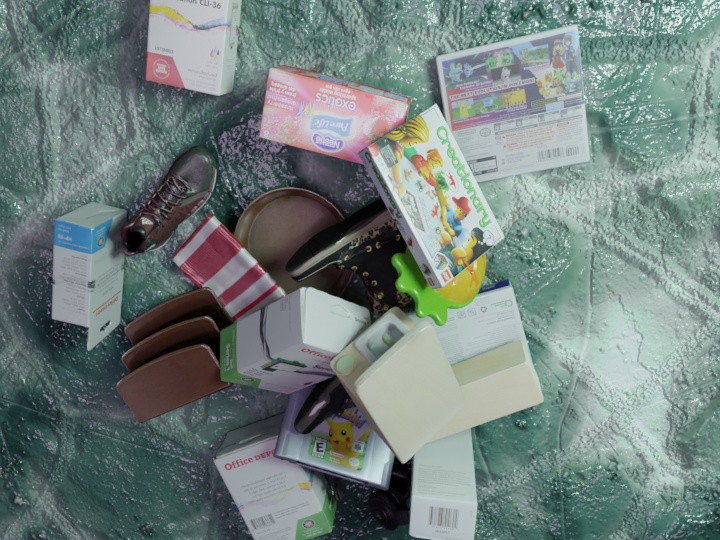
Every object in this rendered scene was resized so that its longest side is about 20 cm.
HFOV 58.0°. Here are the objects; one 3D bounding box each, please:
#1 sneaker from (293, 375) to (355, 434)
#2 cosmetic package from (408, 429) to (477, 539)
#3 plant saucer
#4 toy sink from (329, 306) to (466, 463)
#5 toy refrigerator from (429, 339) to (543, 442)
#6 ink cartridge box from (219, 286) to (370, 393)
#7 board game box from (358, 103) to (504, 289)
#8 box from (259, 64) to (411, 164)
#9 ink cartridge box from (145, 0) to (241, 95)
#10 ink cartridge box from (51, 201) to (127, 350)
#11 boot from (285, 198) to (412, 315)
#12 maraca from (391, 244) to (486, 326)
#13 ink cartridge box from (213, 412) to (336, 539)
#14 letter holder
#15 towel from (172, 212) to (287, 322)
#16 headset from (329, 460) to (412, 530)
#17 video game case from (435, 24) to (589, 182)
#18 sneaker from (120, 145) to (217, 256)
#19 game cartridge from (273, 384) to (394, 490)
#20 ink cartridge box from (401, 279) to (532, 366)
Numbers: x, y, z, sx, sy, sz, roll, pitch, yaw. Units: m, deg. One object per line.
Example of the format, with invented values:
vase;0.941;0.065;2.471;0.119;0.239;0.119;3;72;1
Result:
sneaker;-0.011;0.204;1.033;0.199;0.076;0.115;-44;99;-16
cosmetic package;0.128;0.323;1.020;0.098;0.201;0.076;5;109;6
plant saucer;-0.102;-0.032;1.021;0.194;0.035;0.206;2;110;7
toy sink;0.045;0.143;0.894;0.130;0.112;0.202;-39;134;-10
toy refrigerator;0.172;0.185;0.998;0.196;0.070;0.077;-24;110;17
ink cartridge box;-0.097;0.111;0.972;0.144;0.087;0.197;20;145;-41
board game box;0.096;-0.097;0.852;0.125;0.034;0.203;-34;100;-24
box;-0.033;-0.217;0.914;0.194;0.103;0.097;14;110;1
ink cartridge box;-0.231;-0.362;0.909;0.113;0.068;0.206;11;109;3
ink cartridge box;-0.430;0.008;1.032;0.065;0.116;0.206;12;109;2
boot;0.000;0.000;0.969;0.197;0.073;0.153;-33;116;-14
maraca;0.112;-0.004;0.922;0.138;0.200;0.107;50;132;0
ink cartridge box;-0.145;0.366;1.130;0.142;0.088;0.204;-21;106;12
letter holder;-0.301;0.132;1.048;0.196;0.101;0.144;-23;108;21
towel;-0.199;0.020;1.023;0.201;0.023;0.143;48;134;-10
headset;0.046;0.364;1.088;0.194;0.124;0.097;-13;105;19
video game case;0.216;-0.229;0.921;0.194;0.023;0.188;-9;107;11
sneaker;-0.294;-0.093;0.981;0.075;0.116;0.201;37;109;-6
game cartridge;-0.033;0.265;1.063;0.194;0.136;0.041;18;149;-7
ink cartridge box;0.170;0.135;1.037;0.194;0.041;0.205;-14;107;13
